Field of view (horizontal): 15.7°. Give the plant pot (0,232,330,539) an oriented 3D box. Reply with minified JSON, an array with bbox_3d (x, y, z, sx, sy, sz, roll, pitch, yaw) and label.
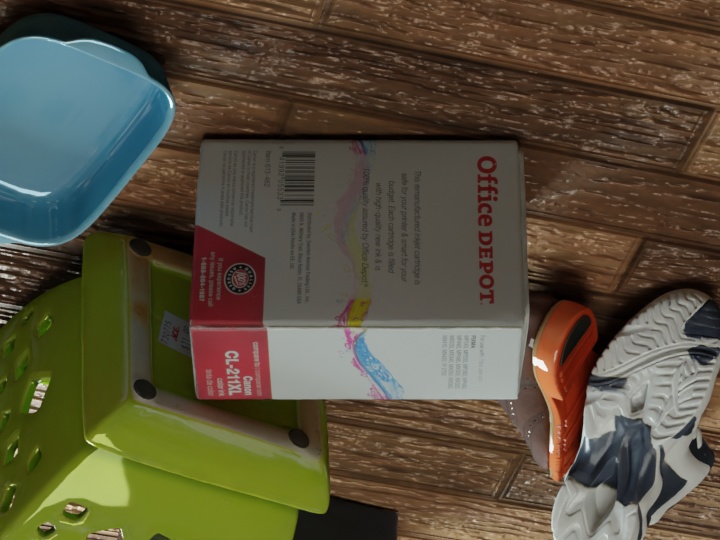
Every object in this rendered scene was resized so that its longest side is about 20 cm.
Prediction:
[{"bbox_3d":[-0.127,0.101,1.683,0.199,0.200,0.182,19,132,-24],"label":"plant pot"}]

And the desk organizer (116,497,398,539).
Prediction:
[{"bbox_3d":[-0.079,0.203,1.903,0.199,0.072,0.077,15,141,-16],"label":"desk organizer"}]

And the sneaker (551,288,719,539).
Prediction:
[{"bbox_3d":[0.202,0.098,1.774,0.079,0.130,0.200,20,105,18],"label":"sneaker"}]

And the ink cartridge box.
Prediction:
[{"bbox_3d":[0.000,0.000,1.590,0.199,0.146,0.083,1,142,1],"label":"ink cartridge box"}]

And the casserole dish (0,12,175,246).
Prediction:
[{"bbox_3d":[-0.191,-0.087,1.574,0.121,0.039,0.200,22,136,-23],"label":"casserole dish"}]

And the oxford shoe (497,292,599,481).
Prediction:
[{"bbox_3d":[0.120,0.072,1.757,0.072,0.071,0.200,23,151,21],"label":"oxford shoe"}]
